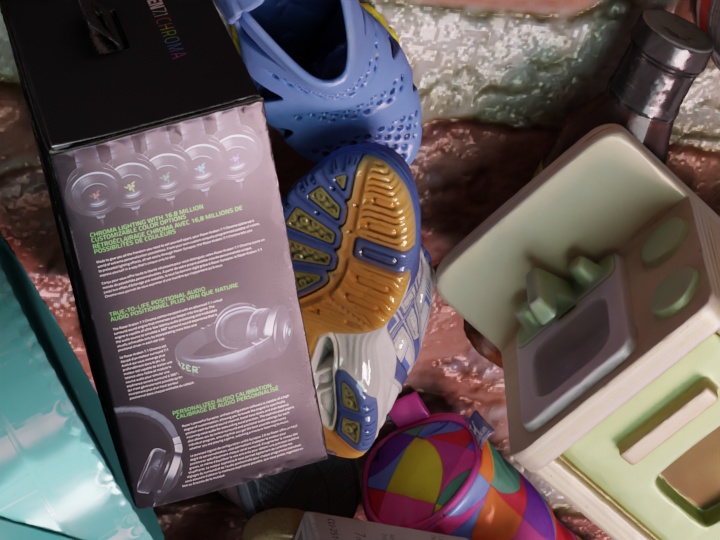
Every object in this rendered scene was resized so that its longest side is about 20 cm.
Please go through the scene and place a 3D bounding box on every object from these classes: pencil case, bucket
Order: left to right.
[{"bbox_3d":[-0.188,0.090,1.043,0.134,0.207,0.208,-29,130,-3],"label":"bucket"},{"bbox_3d":[0.080,0.154,1.255,0.088,0.089,0.200,-35,130,8],"label":"pencil case"}]

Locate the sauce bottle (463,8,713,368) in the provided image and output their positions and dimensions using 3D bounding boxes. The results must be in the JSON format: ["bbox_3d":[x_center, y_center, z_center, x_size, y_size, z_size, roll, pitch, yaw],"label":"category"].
[{"bbox_3d":[0.117,-0.038,1.135,0.066,0.066,0.201,9,123,-25],"label":"sauce bottle"}]

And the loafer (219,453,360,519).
[{"bbox_3d":[-0.069,0.077,1.171,0.072,0.063,0.200,-55,135,-14],"label":"loafer"}]

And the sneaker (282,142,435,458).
[{"bbox_3d":[0.000,0.000,1.107,0.075,0.088,0.201,26,139,14],"label":"sneaker"}]

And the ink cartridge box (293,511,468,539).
[{"bbox_3d":[0.025,0.232,1.181,0.175,0.045,0.201,12,119,-16],"label":"ink cartridge box"}]

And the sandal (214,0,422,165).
[{"bbox_3d":[-0.024,-0.106,1.021,0.079,0.087,0.200,-30,132,4],"label":"sandal"}]

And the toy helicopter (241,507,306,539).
[{"bbox_3d":[-0.099,0.179,1.197,0.132,0.079,0.200,38,123,-23],"label":"toy helicopter"}]

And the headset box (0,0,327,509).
[{"bbox_3d":[-0.090,-0.031,0.988,0.092,0.174,0.201,-15,125,-9],"label":"headset box"}]

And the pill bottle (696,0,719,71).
[{"bbox_3d":[0.247,-0.090,1.054,0.115,0.200,0.116,-10,129,-13],"label":"pill bottle"}]

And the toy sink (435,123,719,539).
[{"bbox_3d":[0.146,0.051,1.085,0.130,0.112,0.200,-40,112,21],"label":"toy sink"}]
